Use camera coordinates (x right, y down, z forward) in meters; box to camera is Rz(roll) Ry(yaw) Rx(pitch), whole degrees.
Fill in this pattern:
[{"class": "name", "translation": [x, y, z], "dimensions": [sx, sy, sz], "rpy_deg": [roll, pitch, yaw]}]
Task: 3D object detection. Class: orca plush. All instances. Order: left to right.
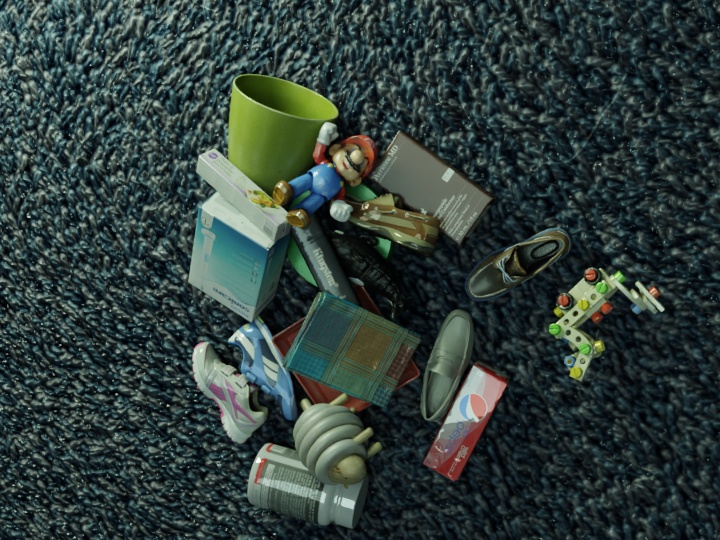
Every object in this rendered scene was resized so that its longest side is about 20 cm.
[{"class": "orca plush", "translation": [0.000, 0.000, 1.489], "dimensions": [0.105, 0.071, 0.201], "rpy_deg": [-36, 76, 4]}]

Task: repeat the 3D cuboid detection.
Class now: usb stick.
[{"class": "usb stick", "translation": [-0.062, -0.012, 1.479], "dimensions": [0.055, 0.033, 0.201], "rpy_deg": [-26, 90, -12]}]

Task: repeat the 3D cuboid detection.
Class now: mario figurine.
[{"class": "mario figurine", "translation": [-0.044, -0.160, 1.440], "dimensions": [0.106, 0.200, 0.124], "rpy_deg": [27, 146, 36]}]

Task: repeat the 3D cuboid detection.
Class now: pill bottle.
[{"class": "pill bottle", "translation": [-0.093, 0.392, 1.590], "dimensions": [0.198, 0.114, 0.115], "rpy_deg": [13, 98, 13]}]

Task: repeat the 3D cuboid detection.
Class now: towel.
[{"class": "towel", "translation": [-0.012, 0.135, 1.471], "dimensions": [0.199, 0.022, 0.148], "rpy_deg": [24, 99, -17]}]

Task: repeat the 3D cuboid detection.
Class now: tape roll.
[{"class": "tape roll", "translation": [-0.037, -0.065, 1.569], "dimensions": [0.198, 0.048, 0.203], "rpy_deg": [1, 95, 13]}]

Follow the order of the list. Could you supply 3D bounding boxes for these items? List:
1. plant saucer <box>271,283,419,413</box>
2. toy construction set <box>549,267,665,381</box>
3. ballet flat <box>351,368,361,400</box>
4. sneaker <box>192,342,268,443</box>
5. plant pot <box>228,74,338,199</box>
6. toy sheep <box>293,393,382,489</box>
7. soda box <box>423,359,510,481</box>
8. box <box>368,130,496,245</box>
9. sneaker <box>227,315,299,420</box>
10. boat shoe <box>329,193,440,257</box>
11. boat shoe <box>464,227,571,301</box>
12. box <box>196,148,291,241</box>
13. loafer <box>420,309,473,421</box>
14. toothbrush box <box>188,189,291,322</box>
[{"class": "plant saucer", "translation": [-0.025, 0.149, 1.577], "dimensions": [0.199, 0.037, 0.200], "rpy_deg": [-32, 98, 14]}, {"class": "toy construction set", "translation": [0.395, 0.075, 1.448], "dimensions": [0.200, 0.092, 0.132], "rpy_deg": [-39, 60, 7]}, {"class": "ballet flat", "translation": [-0.026, 0.146, 1.523], "dimensions": [0.072, 0.073, 0.202], "rpy_deg": [-18, 101, 15]}, {"class": "sneaker", "translation": [-0.237, 0.215, 1.635], "dimensions": [0.088, 0.081, 0.201], "rpy_deg": [-30, 95, 14]}, {"class": "plant pot", "translation": [-0.155, -0.210, 1.535], "dimensions": [0.186, 0.187, 0.201], "rpy_deg": [25, 116, 11]}, {"class": "toy sheep", "translation": [-0.050, 0.292, 1.524], "dimensions": [0.138, 0.137, 0.200], "rpy_deg": [-55, 43, 12]}, {"class": "soda box", "translation": [0.185, 0.261, 1.533], "dimensions": [0.070, 0.063, 0.201], "rpy_deg": [27, 100, 10]}, {"class": "box", "translation": [0.124, -0.142, 1.510], "dimensions": [0.199, 0.075, 0.101], "rpy_deg": [37, 102, 11]}, {"class": "sneaker", "translation": [-0.173, 0.187, 1.605], "dimensions": [0.082, 0.074, 0.201], "rpy_deg": [-25, 80, -9]}, {"class": "boat shoe", "translation": [0.046, -0.090, 1.482], "dimensions": [0.199, 0.076, 0.074], "rpy_deg": [24, 90, 19]}, {"class": "boat shoe", "translation": [0.260, -0.012, 1.485], "dimensions": [0.199, 0.072, 0.073], "rpy_deg": [-34, 86, 15]}, {"class": "box", "translation": [-0.196, -0.128, 1.480], "dimensions": [0.200, 0.039, 0.042], "rpy_deg": [40, 137, 19]}, {"class": "loafer", "translation": [0.150, 0.168, 1.530], "dimensions": [0.069, 0.070, 0.202], "rpy_deg": [15, 98, 13]}, {"class": "toothbrush box", "translation": [-0.214, -0.028, 1.551], "dimensions": [0.146, 0.085, 0.201], "rpy_deg": [30, 136, 11]}]
